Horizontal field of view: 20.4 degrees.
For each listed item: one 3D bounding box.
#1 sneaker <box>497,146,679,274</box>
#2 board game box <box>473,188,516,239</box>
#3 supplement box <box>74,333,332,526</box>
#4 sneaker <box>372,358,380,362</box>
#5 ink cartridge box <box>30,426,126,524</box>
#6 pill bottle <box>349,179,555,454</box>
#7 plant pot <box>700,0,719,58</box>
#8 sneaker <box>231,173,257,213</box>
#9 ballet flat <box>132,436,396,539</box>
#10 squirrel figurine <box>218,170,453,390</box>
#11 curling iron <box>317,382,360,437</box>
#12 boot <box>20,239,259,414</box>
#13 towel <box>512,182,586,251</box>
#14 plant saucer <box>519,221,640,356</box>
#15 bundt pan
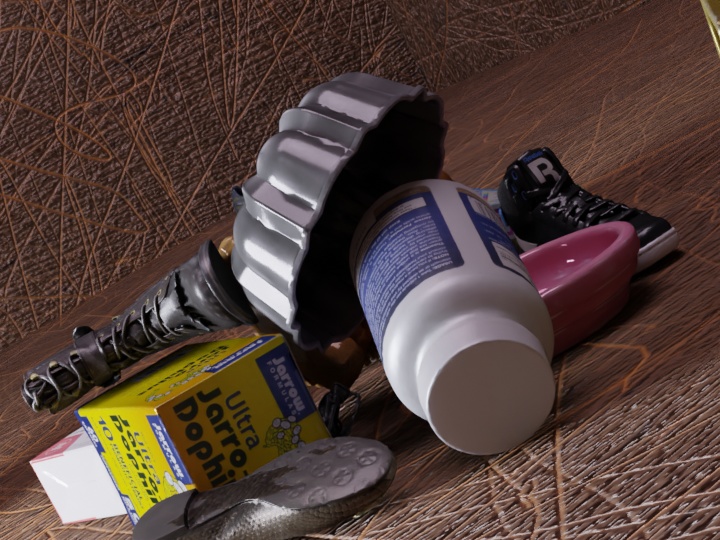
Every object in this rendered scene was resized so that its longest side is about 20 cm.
[{"bbox_3d":[0.166,-0.047,1.586,0.073,0.113,0.200,-31,8,-23],"label":"sneaker"},{"bbox_3d":[0.074,-0.040,1.772,0.133,0.035,0.200,-14,6,-12],"label":"board game box"},{"bbox_3d":[-0.112,0.121,1.444,0.109,0.110,0.200,-30,8,-23],"label":"supplement box"},{"bbox_3d":[-0.016,0.050,1.742,0.199,0.076,0.092,-23,13,40],"label":"sneaker"},{"bbox_3d":[-0.169,0.134,1.712,0.199,0.068,0.116,-33,10,-38],"label":"ink cartridge box"},{"bbox_3d":[0.062,0.031,1.292,0.110,0.111,0.200,-27,30,3],"label":"pill bottle"},{"bbox_3d":[0.314,-0.090,1.098,0.198,0.197,0.194,-21,9,11],"label":"plant pot"},{"bbox_3d":[-0.137,-0.136,3.364,0.199,0.081,0.074,-24,8,22],"label":"sneaker"},{"bbox_3d":[-0.058,0.157,1.290,0.199,0.047,0.068,-21,28,25],"label":"ballet flat"},{"bbox_3d":[0.000,0.000,1.579,0.187,0.141,0.200,-45,-15,-20],"label":"squirrel figurine"},{"bbox_3d":[-0.031,0.110,1.534,0.050,0.025,0.200,-66,9,-5],"label":"curling iron"},{"bbox_3d":[-0.169,0.054,1.468,0.173,0.070,0.200,-31,1,-10],"label":"boot"},{"bbox_3d":[0.148,-0.043,1.917,0.147,0.037,0.200,-27,7,-2],"label":"towel"},{"bbox_3d":[0.119,0.031,1.467,0.199,0.051,0.201,-28,7,4],"label":"plant saucer"},{"bbox_3d":[-0.022,-0.048,1.395,0.202,0.075,0.203,-51,-24,-32],"label":"bundt pan"}]
